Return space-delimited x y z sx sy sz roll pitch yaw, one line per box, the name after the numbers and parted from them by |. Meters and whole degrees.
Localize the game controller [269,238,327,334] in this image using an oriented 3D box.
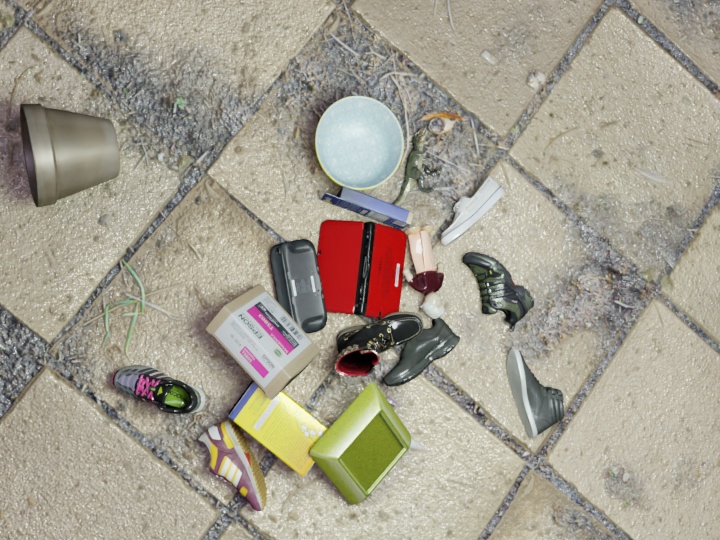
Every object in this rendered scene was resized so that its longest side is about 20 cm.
-0.134 0.036 1.732 0.102 0.042 0.206 -10 87 -6 | game controller

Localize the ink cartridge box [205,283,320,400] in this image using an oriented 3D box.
-0.196 0.142 1.639 0.200 0.165 0.075 47 114 3 | ink cartridge box

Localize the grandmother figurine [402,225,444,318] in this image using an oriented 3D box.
0.144 0.006 1.765 0.119 0.060 0.205 -8 81 -26 | grandmother figurine

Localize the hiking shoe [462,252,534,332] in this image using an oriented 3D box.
0.296 0.045 1.790 0.199 0.076 0.101 40 76 -5 | hiking shoe

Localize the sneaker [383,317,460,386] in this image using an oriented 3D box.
0.122 0.180 1.757 0.198 0.076 0.092 -35 81 -18 | sneaker

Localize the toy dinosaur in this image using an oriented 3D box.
0.134 -0.217 1.805 0.086 0.048 0.204 19 82 7 | toy dinosaur

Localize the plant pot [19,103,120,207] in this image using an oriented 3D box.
-0.587 -0.241 1.624 0.170 0.199 0.205 -11 86 -28 | plant pot

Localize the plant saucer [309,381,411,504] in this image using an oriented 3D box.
0.016 0.371 1.665 0.200 0.048 0.202 -45 126 -17 | plant saucer

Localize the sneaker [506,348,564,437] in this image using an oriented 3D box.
0.395 0.262 1.792 0.097 0.071 0.205 -17 93 -13 | sneaker

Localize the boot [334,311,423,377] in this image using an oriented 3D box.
0.036 0.155 1.671 0.195 0.151 0.075 -12 106 9 | boot

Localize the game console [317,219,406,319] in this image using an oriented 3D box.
0.000 0.000 1.773 0.170 0.117 0.206 12 82 -40 | game console

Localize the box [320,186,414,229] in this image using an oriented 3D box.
0.012 -0.140 1.736 0.195 0.121 0.033 19 86 -7 | box

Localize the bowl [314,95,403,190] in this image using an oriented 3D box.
-0.010 -0.268 1.752 0.195 0.108 0.206 1 84 -10 | bowl

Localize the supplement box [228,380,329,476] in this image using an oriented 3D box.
-0.167 0.318 1.666 0.199 0.109 0.110 39 80 -4 | supplement box

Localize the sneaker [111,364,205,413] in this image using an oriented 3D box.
-0.415 0.245 1.641 0.196 0.087 0.075 21 81 -7 | sneaker

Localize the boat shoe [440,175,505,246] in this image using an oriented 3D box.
0.242 -0.136 1.808 0.199 0.074 0.066 -42 87 -21 | boat shoe

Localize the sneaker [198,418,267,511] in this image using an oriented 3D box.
-0.264 0.415 1.665 0.088 0.075 0.204 -24 88 4 | sneaker
